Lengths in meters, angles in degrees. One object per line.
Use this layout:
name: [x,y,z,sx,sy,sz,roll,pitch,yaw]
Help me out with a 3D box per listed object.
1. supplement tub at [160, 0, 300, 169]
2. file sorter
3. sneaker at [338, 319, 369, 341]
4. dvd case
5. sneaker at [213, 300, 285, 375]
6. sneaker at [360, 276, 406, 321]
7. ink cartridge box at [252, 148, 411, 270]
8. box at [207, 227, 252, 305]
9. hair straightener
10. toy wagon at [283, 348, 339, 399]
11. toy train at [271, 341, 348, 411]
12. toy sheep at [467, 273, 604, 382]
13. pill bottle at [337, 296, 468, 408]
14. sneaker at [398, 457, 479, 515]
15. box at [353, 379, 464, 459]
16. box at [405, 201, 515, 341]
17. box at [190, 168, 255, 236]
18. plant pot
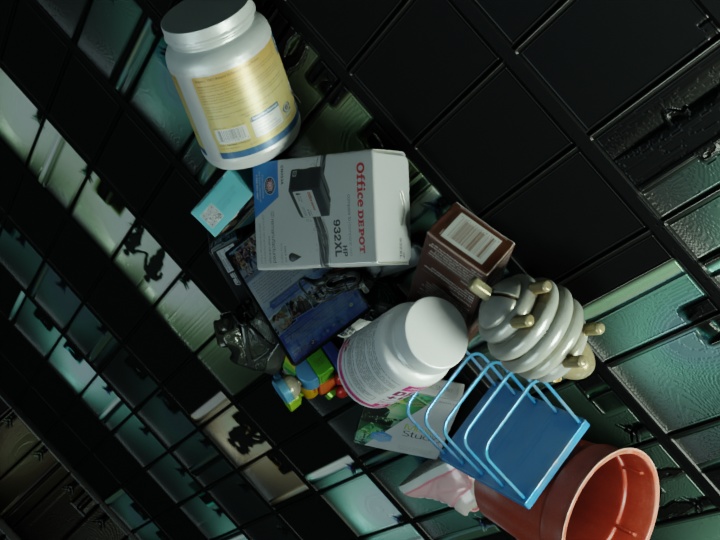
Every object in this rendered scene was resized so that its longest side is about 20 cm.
supplement tub: [-0.170,-0.252,1.536,0.143,0.145,0.202,16,138,39]
file sorter: [0.176,0.199,1.576,0.123,0.139,0.199,48,165,-29]
sneaker: [0.019,0.143,1.820,0.076,0.081,0.202,5,131,45]
dvd case: [-0.092,0.015,1.685,0.201,0.142,0.018,57,-168,15]
sneaker: [-0.153,0.064,1.748,0.112,0.077,0.202,9,122,-18]
sneaker: [0.037,0.046,1.695,0.198,0.079,0.076,27,139,19]
ink cartridge box: [-0.039,-0.077,1.538,0.197,0.083,0.148,-3,89,34]
box: [-0.176,0.011,1.857,0.202,0.049,0.158,62,-178,-25]
hair straightener: [0.000,0.000,1.600,0.197,0.077,0.041,-15,113,20]
toy wagon: [-0.093,0.155,2.006,0.155,0.040,0.200,47,149,0]
toy train: [-0.075,0.181,1.833,0.085,0.115,0.201,55,168,19]
toy sheep: [0.213,0.068,1.450,0.199,0.139,0.137,41,150,-15]
pill bottle: [0.056,0.109,1.568,0.114,0.113,0.200,48,149,-3]
sneaker: [0.142,0.360,1.921,0.105,0.075,0.200,52,144,-1]
box: [0.073,0.225,1.830,0.142,0.037,0.201,11,143,-1]
box: [0.127,0.015,1.553,0.100,0.075,0.201,36,146,15]
box: [-0.171,-0.102,1.662,0.049,0.082,0.200,44,-168,1]
plant pot: [0.273,0.309,1.614,0.194,0.200,0.203,20,141,49]
